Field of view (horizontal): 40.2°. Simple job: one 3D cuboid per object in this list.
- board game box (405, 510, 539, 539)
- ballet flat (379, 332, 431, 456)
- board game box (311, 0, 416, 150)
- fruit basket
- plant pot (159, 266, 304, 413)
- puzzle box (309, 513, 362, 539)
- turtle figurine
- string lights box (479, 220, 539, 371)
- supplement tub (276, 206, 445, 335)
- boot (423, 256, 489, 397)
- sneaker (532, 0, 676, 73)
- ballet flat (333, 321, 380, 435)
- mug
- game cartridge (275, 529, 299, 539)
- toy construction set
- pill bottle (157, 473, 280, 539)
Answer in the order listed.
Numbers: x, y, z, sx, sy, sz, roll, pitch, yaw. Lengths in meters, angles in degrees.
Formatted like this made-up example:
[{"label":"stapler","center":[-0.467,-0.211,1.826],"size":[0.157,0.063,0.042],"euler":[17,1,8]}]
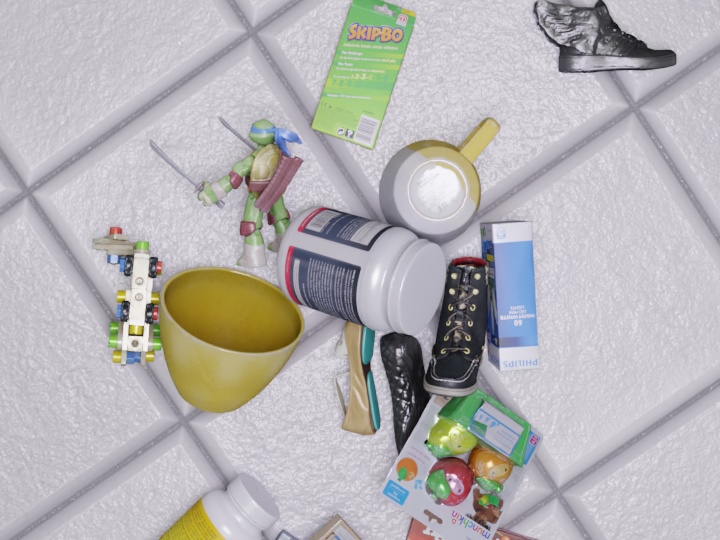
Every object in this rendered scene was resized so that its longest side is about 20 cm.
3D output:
[{"label":"board game box","center":[0.162,0.420,1.444],"size":[0.198,0.019,0.104],"euler":[16,92,-1]},{"label":"ballet flat","center":[0.066,0.187,1.421],"size":[0.066,0.056,0.202],"euler":[-9,96,-42]},{"label":"board game box","center":[0.006,-0.282,1.397],"size":[0.095,0.030,0.202],"euler":[18,96,-2]},{"label":"fruit basket","center":[0.148,0.271,1.375],"size":[0.185,0.094,0.201],"euler":[35,71,-12]},{"label":"plant pot","center":[-0.191,0.109,1.354],"size":[0.198,0.200,0.143],"euler":[20,118,-1]},{"label":"puzzle box","center":[-0.018,0.464,1.412],"size":[0.133,0.025,0.200],"euler":[-42,106,-6]},{"label":"turtle figurine","center":[-0.161,-0.114,1.365],"size":[0.198,0.144,0.196],"euler":[-3,109,10]},{"label":"string lights box","center":[0.209,0.032,1.378],"size":[0.058,0.103,0.202],"euler":[-4,93,-2]},{"label":"supplement tub","center":[0.000,0.000,1.323],"size":[0.198,0.140,0.142],"euler":[17,94,30]},{"label":"boot","center":[0.130,0.073,1.321],"size":[0.073,0.204,0.156],"euler":[6,105,13]},{"label":"sneaker","center":[0.343,-0.332,1.378],"size":[0.197,0.060,0.105],"euler":[-2,98,3]},{"label":"ballet flat","center":[-0.010,0.137,1.405],"size":[0.062,0.069,0.202],"euler":[-3,92,14]},{"label":"mug","center":[0.103,-0.126,1.344],"size":[0.148,0.153,0.189],"euler":[10,93,0]},{"label":"game cartridge","center":[-0.114,0.498,1.440],"size":[0.133,0.042,0.201],"euler":[34,93,-6]},{"label":"toy construction set","center":[-0.316,0.034,1.373],"size":[0.091,0.131,0.202],"euler":[-10,89,-13]},{"label":"pill bottle","center":[-0.213,0.387,1.394],"size":[0.200,0.112,0.112],"euler":[-44,92,3]}]
